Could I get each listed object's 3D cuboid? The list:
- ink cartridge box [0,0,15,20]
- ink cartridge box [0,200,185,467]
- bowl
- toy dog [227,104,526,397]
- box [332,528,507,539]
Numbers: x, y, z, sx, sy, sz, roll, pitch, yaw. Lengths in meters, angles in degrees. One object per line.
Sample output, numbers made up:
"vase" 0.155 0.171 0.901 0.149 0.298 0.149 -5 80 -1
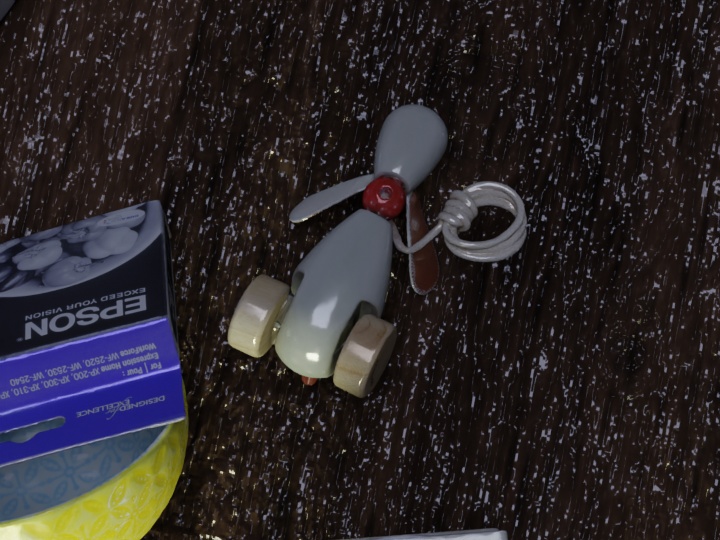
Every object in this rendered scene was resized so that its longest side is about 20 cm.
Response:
"ink cartridge box" -0.323 -0.183 1.323 0.146 0.086 0.200 34 81 10
"ink cartridge box" -0.207 0.044 1.226 0.198 0.200 0.043 -15 122 1
"bowl" -0.192 0.134 1.225 0.200 0.200 0.108 -11 121 2
"toy dog" 0.000 0.000 1.272 0.200 0.096 0.132 -40 75 -19
"box" 0.032 0.259 1.193 0.128 0.109 0.200 -4 78 3
